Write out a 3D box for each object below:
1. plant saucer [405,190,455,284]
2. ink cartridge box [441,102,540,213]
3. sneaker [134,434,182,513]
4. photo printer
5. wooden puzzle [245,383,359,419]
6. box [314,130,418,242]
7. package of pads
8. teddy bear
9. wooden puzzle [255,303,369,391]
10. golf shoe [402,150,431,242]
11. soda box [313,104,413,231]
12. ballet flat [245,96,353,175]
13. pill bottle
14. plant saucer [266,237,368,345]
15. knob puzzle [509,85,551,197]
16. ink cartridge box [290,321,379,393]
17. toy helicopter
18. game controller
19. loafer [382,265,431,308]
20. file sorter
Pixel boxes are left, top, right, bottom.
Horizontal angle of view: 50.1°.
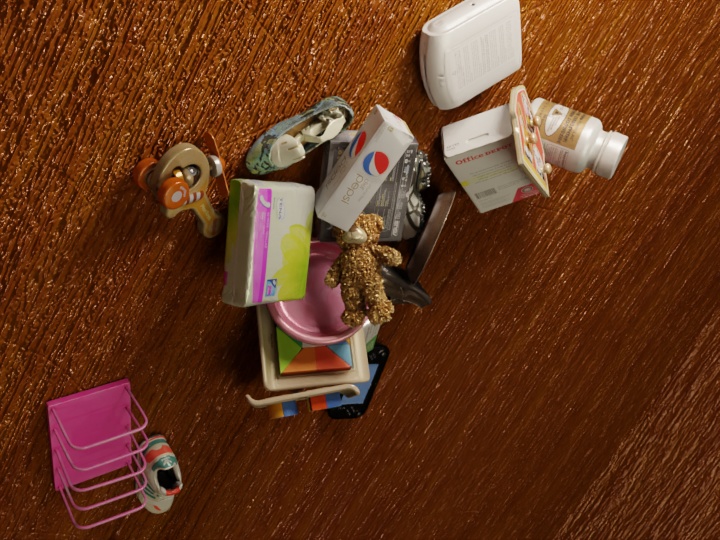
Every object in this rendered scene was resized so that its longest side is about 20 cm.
[{"bbox_3d":[0.133,-0.070,1.514,0.200,0.032,0.201,24,90,-88],"label":"plant saucer"},{"bbox_3d":[0.261,-0.215,1.500,0.145,0.084,0.200,-17,146,22],"label":"ink cartridge box"},{"bbox_3d":[-0.378,0.409,1.461,0.070,0.093,0.201,-16,130,-32],"label":"sneaker"},{"bbox_3d":[0.191,-0.389,1.360,0.200,0.069,0.167,-34,138,-16],"label":"photo printer"},{"bbox_3d":[-0.108,0.242,1.410,0.199,0.047,0.185,-5,170,-8],"label":"wooden puzzle"},{"bbox_3d":[0.007,-0.146,1.363,0.158,0.048,0.201,-1,124,-14],"label":"box"},{"bbox_3d":[-0.148,-0.046,1.267,0.154,0.068,0.201,-6,104,-54],"label":"package of pads"},{"bbox_3d":[0.000,0.000,1.322,0.067,0.145,0.201,4,95,-54],"label":"teddy bear"},{"bbox_3d":[-0.086,0.118,1.400,0.199,0.186,0.037,-2,160,-17],"label":"wooden puzzle"},{"bbox_3d":[0.076,-0.138,1.468,0.094,0.078,0.201,-6,130,-10],"label":"golf shoe"},{"bbox_3d":[0.002,-0.167,1.273,0.063,0.068,0.200,25,115,-26],"label":"soda box"},{"bbox_3d":[-0.094,-0.215,1.244,0.200,0.074,0.074,-39,139,-12],"label":"ballet flat"},{"bbox_3d":[0.425,-0.262,1.551,0.115,0.199,0.115,-54,159,-31],"label":"pill bottle"},{"bbox_3d":[-0.075,0.040,1.388,0.200,0.201,0.051,-31,169,-20],"label":"plant saucer"},{"bbox_3d":[0.321,-0.258,1.435,0.030,0.221,0.220,-13,148,26],"label":"knob puzzle"},{"bbox_3d":[-0.068,0.139,1.503,0.199,0.084,0.145,-28,156,-23],"label":"ink cartridge box"},{"bbox_3d":[-0.251,-0.123,1.191,0.132,0.079,0.200,-47,152,-16],"label":"toy helicopter"},{"bbox_3d":[-0.006,0.247,1.707,0.104,0.042,0.201,-1,121,-41],"label":"game controller"},{"bbox_3d":[0.073,0.036,1.600,0.071,0.073,0.200,-46,136,13],"label":"loafer"},{"bbox_3d":[-0.439,0.315,1.309,0.139,0.125,0.201,-14,129,-33],"label":"file sorter"}]
